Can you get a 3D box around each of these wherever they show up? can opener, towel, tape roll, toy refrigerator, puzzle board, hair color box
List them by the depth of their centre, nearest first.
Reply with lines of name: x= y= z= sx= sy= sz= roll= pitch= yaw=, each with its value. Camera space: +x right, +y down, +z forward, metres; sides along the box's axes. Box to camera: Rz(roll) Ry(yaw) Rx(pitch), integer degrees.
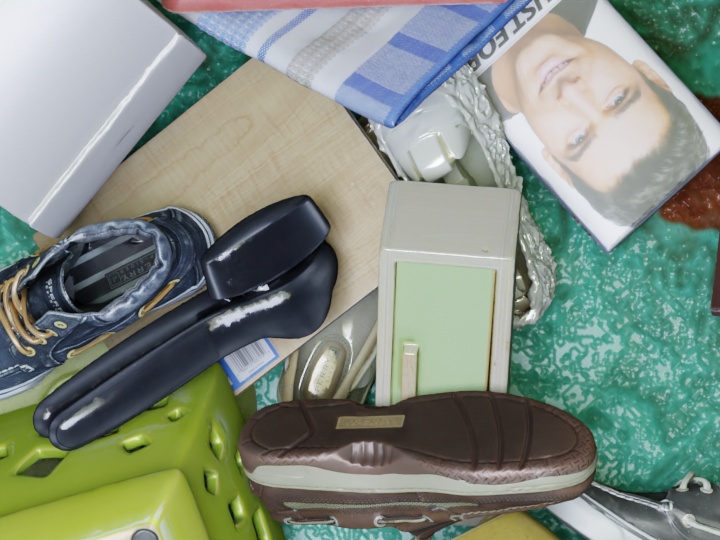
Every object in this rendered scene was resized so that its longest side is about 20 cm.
can opener: x=-0.096 y=0.036 z=1.628 sx=0.200 sy=0.063 sz=0.079 roll=-35 pitch=105 yaw=-8
toy refrigerator: x=0.047 y=0.051 z=1.646 sx=0.075 sy=0.070 sz=0.201 roll=5 pitch=129 yaw=3
towel: x=-0.015 y=-0.167 z=1.652 sx=0.200 sy=0.024 sz=0.147 roll=31 pitch=59 yaw=27
tape roll: x=-0.205 y=-0.134 z=1.658 sx=0.202 sy=0.203 sz=0.139 roll=39 pitch=91 yaw=4
puzzle board: x=-0.073 y=-0.019 z=1.690 sx=0.200 sy=0.017 sz=0.151 roll=-38 pitch=81 yaw=14
hair color box: x=0.114 y=-0.116 z=1.705 sx=0.099 sy=0.061 sz=0.200 roll=-42 pitch=87 yaw=2

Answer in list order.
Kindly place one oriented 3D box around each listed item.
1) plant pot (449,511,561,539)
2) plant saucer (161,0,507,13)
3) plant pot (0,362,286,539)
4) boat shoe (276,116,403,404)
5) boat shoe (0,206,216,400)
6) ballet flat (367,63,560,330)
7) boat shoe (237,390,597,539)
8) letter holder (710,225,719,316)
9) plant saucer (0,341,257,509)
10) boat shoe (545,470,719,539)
plant pot: x=0.086 y=0.248 z=1.641 sx=0.195 sy=0.194 sz=0.201 roll=-26 pitch=77 yaw=3
plant saucer: x=-0.012 y=-0.232 z=1.669 sx=0.199 sy=0.037 sz=0.200 roll=-1 pitch=50 yaw=3
plant pot: x=-0.146 y=0.188 z=1.628 sx=0.199 sy=0.182 sz=0.200 roll=-16 pitch=105 yaw=6
boat shoe: x=-0.003 y=0.000 z=1.709 sx=0.073 sy=0.063 sz=0.202 roll=21 pitch=90 yaw=4
boat shoe: x=-0.182 y=0.018 z=1.666 sx=0.200 sy=0.091 sz=0.071 roll=-28 pitch=83 yaw=15
ballet flat: x=0.058 y=-0.051 z=1.665 sx=0.072 sy=0.072 sz=0.201 roll=-30 pitch=108 yaw=3
boat shoe: x=0.036 y=0.113 z=1.609 sx=0.201 sy=0.075 sz=0.075 roll=3 pitch=128 yaw=21
letter holder: x=0.262 y=-0.069 z=1.652 sx=0.100 sy=0.142 sz=0.201 roll=7 pitch=90 yaw=4
plant saucer: x=-0.162 y=0.088 z=1.735 sx=0.199 sy=0.031 sz=0.201 roll=0 pitch=89 yaw=4
boat shoe: x=0.193 y=0.152 z=1.693 sx=0.199 sy=0.071 sz=0.064 roll=26 pitch=91 yaw=-4
